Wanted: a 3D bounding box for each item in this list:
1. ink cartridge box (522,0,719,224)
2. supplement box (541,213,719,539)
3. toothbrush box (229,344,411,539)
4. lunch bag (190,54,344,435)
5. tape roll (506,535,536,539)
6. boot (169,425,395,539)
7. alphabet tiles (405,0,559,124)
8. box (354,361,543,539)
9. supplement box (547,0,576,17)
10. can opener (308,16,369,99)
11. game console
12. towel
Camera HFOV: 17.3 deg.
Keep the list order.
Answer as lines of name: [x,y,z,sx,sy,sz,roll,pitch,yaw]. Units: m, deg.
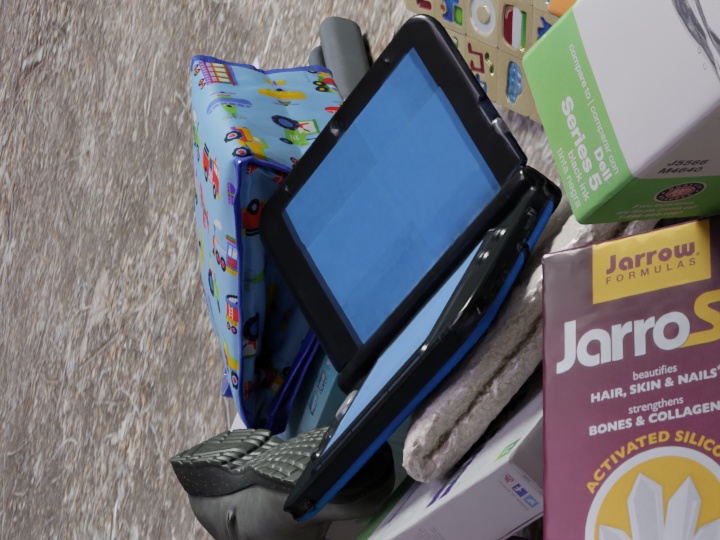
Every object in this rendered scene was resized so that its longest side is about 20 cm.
ink cartridge box: [0.179,-0.100,0.923,0.200,0.145,0.084,-44,57,54]
supplement box: [0.140,0.086,0.979,0.110,0.086,0.201,-14,59,28]
toothbrush box: [-0.005,0.068,1.465,0.147,0.085,0.201,-112,40,-59]
lunch bag: [-0.063,-0.007,1.438,0.151,0.094,0.201,-115,34,-58]
tape roll: [0.073,0.233,1.176,0.200,0.065,0.201,-167,90,-70]
boot: [-0.028,0.159,1.352,0.200,0.068,0.131,-4,108,57]
alphabet tiles: [0.082,-0.175,1.360,0.200,0.006,0.167,31,127,52]
box: [0.066,0.098,1.185,0.144,0.036,0.200,-47,5,-39]
supplement box: [0.161,-0.215,1.206,0.067,0.069,0.201,-140,66,-66]
can opener: [-0.018,-0.110,1.657,0.200,0.066,0.053,-95,24,-52]
game console: [0.000,0.000,1.221,0.200,0.118,0.171,-51,4,43]
towel: [0.087,0.013,1.182,0.200,0.034,0.133,-51,3,11]
